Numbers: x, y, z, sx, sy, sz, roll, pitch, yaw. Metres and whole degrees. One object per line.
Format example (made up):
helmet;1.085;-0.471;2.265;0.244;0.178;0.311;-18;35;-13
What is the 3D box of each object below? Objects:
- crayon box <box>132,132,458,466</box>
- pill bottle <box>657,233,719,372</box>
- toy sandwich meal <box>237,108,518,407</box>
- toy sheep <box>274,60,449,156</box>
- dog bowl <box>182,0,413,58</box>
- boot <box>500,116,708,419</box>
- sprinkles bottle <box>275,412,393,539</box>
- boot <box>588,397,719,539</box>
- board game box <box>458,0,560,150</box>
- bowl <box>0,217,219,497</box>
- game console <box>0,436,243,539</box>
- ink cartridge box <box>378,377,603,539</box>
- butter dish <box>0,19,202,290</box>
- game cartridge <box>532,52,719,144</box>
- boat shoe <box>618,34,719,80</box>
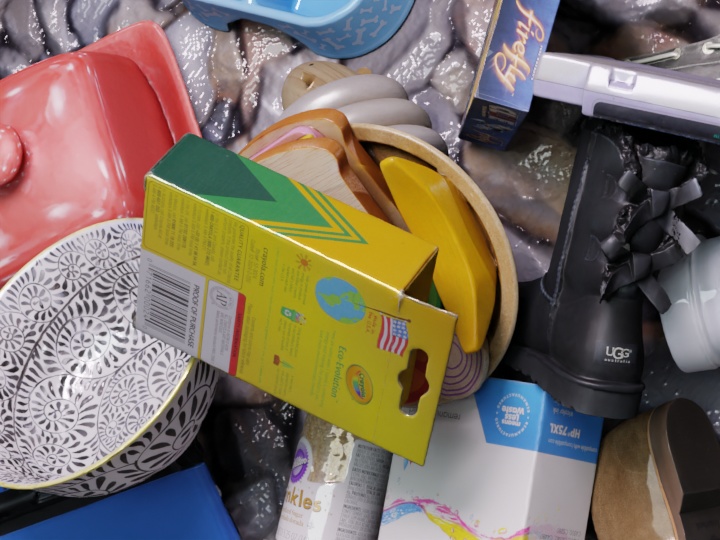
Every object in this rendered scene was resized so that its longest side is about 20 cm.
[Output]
crayon box;-0.032;0.018;1.146;0.199;0.051;0.128;26;135;15
pill bottle;0.278;0.003;1.156;0.198;0.112;0.113;-11;76;22
toy sandwich meal;0.000;0.000;1.190;0.203;0.070;0.207;13;119;25
toy sheep;0.000;-0.049;1.289;0.137;0.138;0.201;-31;72;17
dog bowl;-0.057;-0.218;1.386;0.198;0.049;0.113;17;88;27
boot;0.133;-0.013;1.189;0.198;0.073;0.164;-143;62;-69
sprinkles bottle;-0.013;0.134;1.293;0.068;0.068;0.202;11;86;26
boot;0.189;0.185;1.201;0.075;0.073;0.202;-24;67;40
board game box;0.098;-0.153;1.222;0.034;0.200;0.137;16;88;1
bowl;-0.160;0.074;1.291;0.199;0.094;0.202;-19;48;22
game console;-0.175;0.158;1.392;0.198;0.119;0.172;-21;42;20
ink cartridge box;0.074;0.169;1.233;0.115;0.067;0.202;5;82;43
butter dish;-0.219;-0.067;1.380;0.198;0.148;0.202;-25;72;20
game cartridge;0.207;-0.090;1.127;0.198;0.129;0.039;14;104;21
boat shoe;0.243;-0.129;1.219;0.198;0.071;0.064;-14;76;24
